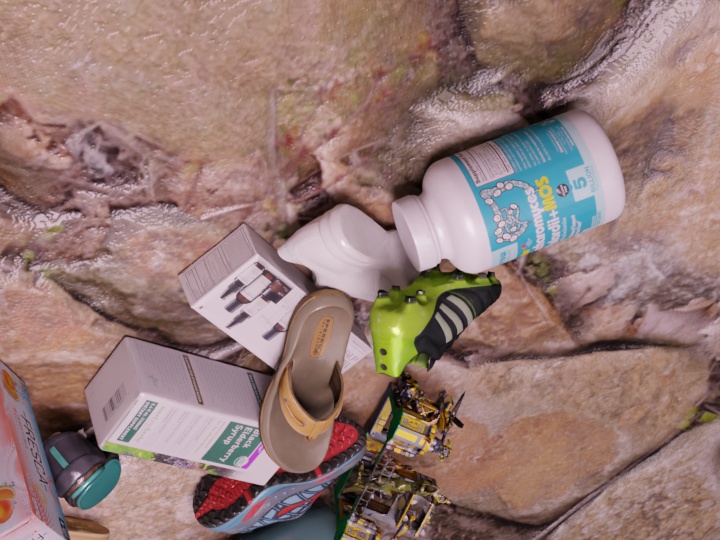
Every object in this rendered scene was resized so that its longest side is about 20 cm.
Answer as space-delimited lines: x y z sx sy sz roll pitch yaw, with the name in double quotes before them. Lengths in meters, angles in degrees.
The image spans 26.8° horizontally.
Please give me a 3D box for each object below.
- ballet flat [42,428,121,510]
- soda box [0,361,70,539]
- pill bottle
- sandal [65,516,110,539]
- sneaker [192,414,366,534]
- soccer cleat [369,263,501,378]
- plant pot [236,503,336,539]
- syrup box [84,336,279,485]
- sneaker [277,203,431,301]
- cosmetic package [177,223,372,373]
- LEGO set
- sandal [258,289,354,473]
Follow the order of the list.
"ballet flat" -0.272 0.185 1.447 0.073 0.073 0.200 -21 171 -7
"soda box" -0.316 0.168 1.324 0.064 0.200 0.068 -30 138 3
"pill bottle" 0.133 -0.066 1.390 0.200 0.111 0.111 -21 137 -6
"sandal" -0.334 0.231 1.492 0.212 0.078 0.070 16 91 -45
"sneaker" -0.076 0.216 1.596 0.200 0.079 0.096 -27 148 12
"soccer cleat" 0.067 0.044 1.388 0.200 0.067 0.081 -19 117 -55
"plant pot" -0.058 0.351 1.642 0.161 0.201 0.201 -40 137 -6
"syrup box" -0.158 0.139 1.463 0.200 0.081 0.079 20 121 -37
"sneaker" 0.000 0.000 1.430 0.088 0.075 0.200 -23 145 26
"cosmetic package" -0.077 0.042 1.433 0.083 0.051 0.200 -37 136 11
"LEGO set" 0.056 0.218 1.575 0.116 0.154 0.200 23 97 -10
"sandal" -0.044 0.113 1.423 0.080 0.054 0.200 -1 120 -29
